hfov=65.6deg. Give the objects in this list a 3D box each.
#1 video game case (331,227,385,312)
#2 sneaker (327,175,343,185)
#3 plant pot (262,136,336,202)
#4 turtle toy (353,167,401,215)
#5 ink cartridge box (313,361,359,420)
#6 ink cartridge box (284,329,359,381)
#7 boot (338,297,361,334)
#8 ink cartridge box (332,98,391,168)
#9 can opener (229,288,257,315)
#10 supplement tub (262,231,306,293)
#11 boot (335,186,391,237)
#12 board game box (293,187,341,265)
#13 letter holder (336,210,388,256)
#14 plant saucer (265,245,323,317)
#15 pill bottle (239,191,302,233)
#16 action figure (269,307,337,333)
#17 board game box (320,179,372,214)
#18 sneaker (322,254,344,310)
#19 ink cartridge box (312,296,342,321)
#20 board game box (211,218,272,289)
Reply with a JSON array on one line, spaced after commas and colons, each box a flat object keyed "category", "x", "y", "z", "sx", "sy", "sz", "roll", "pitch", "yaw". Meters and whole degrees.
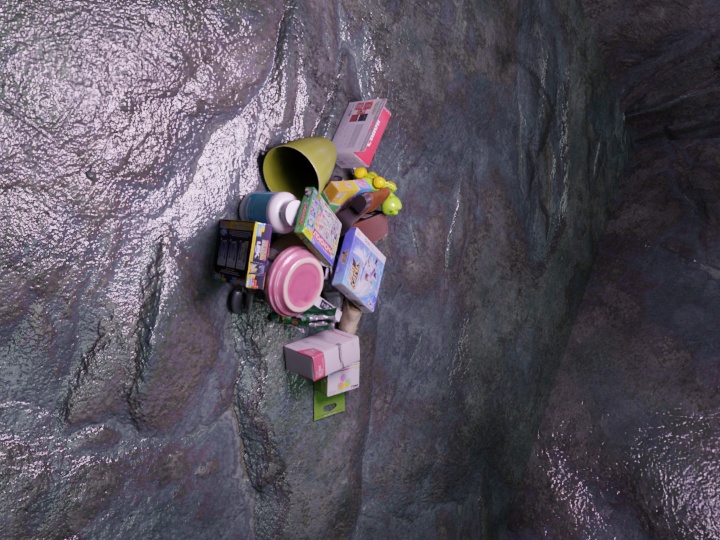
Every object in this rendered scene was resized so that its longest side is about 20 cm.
[{"category": "video game case", "x": 0.000, "y": 0.000, "z": 1.733, "sx": 0.181, "sy": 0.045, "sz": 0.202, "roll": 43, "pitch": 51, "yaw": -42}, {"category": "sneaker", "x": -0.108, "y": -0.208, "z": 1.749, "sx": 0.200, "sy": 0.074, "sz": 0.088, "roll": -48, "pitch": 139, "yaw": -25}, {"category": "plant pot", "x": -0.152, "y": -0.309, "z": 1.629, "sx": 0.200, "sy": 0.185, "sz": 0.189, "roll": -51, "pitch": 130, "yaw": -48}, {"category": "turtle toy", "x": 0.054, "y": -0.257, "z": 1.833, "sx": 0.102, "sy": 0.199, "sz": 0.145, "roll": -63, "pitch": 160, "yaw": 11}, {"category": "ink cartridge box", "x": -0.079, "y": 0.396, "z": 1.866, "sx": 0.147, "sy": 0.075, "sz": 0.203, "roll": -6, "pitch": 99, "yaw": -45}, {"category": "ink cartridge box", "x": -0.118, "y": 0.260, "z": 1.755, "sx": 0.199, "sy": 0.145, "sz": 0.084, "roll": -16, "pitch": 109, "yaw": -42}, {"category": "boot", "x": -0.028, "y": 0.116, "z": 1.871, "sx": 0.072, "sy": 0.201, "sz": 0.157, "roll": 10, "pitch": 128, "yaw": -8}, {"category": "ink cartridge box", "x": 0.009, "y": -0.429, "z": 1.756, "sx": 0.084, "sy": 0.174, "sz": 0.202, "roll": 35, "pitch": 72, "yaw": -42}, {"category": "can opener", "x": -0.317, "y": 0.040, "z": 1.537, "sx": 0.066, "sy": 0.053, "sz": 0.202, "roll": -8, "pitch": 129, "yaw": -32}, {"category": "supplement tub", "x": -0.206, "y": -0.026, "z": 1.622, "sx": 0.200, "sy": 0.144, "sz": 0.146, "roll": -44, "pitch": 125, "yaw": -31}, {"category": "boot", "x": -0.008, "y": -0.182, "z": 1.710, "sx": 0.189, "sy": 0.068, "sz": 0.200, "roll": -50, "pitch": 172, "yaw": 27}, {"category": "board game box", "x": -0.112, "y": -0.116, "z": 1.528, "sx": 0.200, "sy": 0.029, "sz": 0.136, "roll": 51, "pitch": 45, "yaw": -58}, {"category": "letter holder", "x": -0.007, "y": -0.105, "z": 1.846, "sx": 0.199, "sy": 0.100, "sz": 0.144, "roll": -25, "pitch": 115, "yaw": -41}, {"category": "plant saucer", "x": -0.170, "y": 0.034, "z": 1.532, "sx": 0.199, "sy": 0.050, "sz": 0.203, "roll": -23, "pitch": 120, "yaw": -45}, {"category": "pill bottle", "x": -0.237, "y": -0.159, "z": 1.531, "sx": 0.110, "sy": 0.199, "sz": 0.112, "roll": -9, "pitch": 103, "yaw": -43}, {"category": "action figure", "x": -0.175, "y": 0.149, "z": 1.692, "sx": 0.119, "sy": 0.197, "sz": 0.055, "roll": 101, "pitch": -10, "yaw": -45}, {"category": "board game box", "x": -0.067, "y": -0.201, "z": 1.668, "sx": 0.153, "sy": 0.040, "sz": 0.199, "roll": -48, "pitch": 166, "yaw": 28}, {"category": "sneaker", "x": -0.102, "y": 0.046, "z": 1.761, "sx": 0.115, "sy": 0.074, "sz": 0.203, "roll": -38, "pitch": 124, "yaw": -71}, {"category": "ink cartridge box", "x": -0.154, "y": 0.100, "z": 1.726, "sx": 0.200, "sy": 0.099, "sz": 0.040, "roll": 39, "pitch": 63, "yaw": -43}, {"category": "board game box", "x": -0.314, "y": -0.046, "z": 1.469, "sx": 0.056, "sy": 0.199, "sz": 0.168, "roll": 10, "pitch": 90, "yaw": -41}]
